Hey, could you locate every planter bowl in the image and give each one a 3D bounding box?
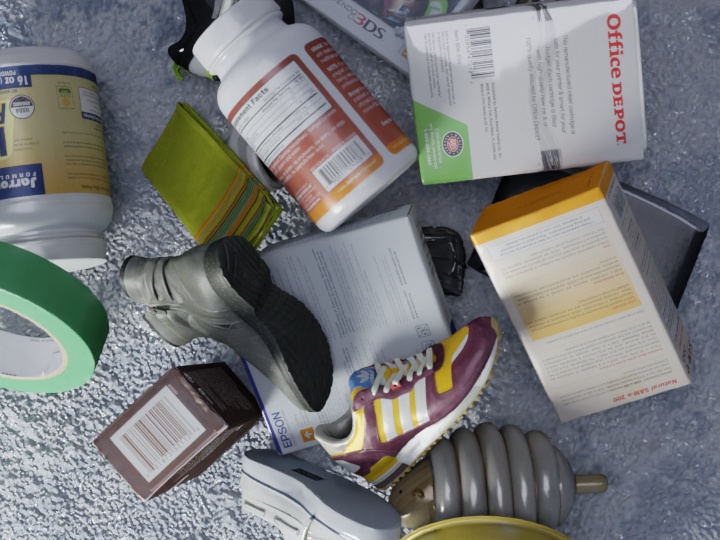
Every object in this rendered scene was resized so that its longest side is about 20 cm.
[{"bbox_3d":[0.112,0.308,1.121,0.200,0.083,0.200,3,131,3],"label":"planter bowl"}]

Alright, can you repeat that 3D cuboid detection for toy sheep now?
[{"bbox_3d":[0.124,0.203,1.167,0.200,0.138,0.138,-5,85,-7],"label":"toy sheep"}]

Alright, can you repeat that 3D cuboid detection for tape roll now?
[{"bbox_3d":[-0.336,0.044,1.192,0.200,0.200,0.048,8,57,7],"label":"tape roll"}]

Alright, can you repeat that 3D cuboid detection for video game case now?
[{"bbox_3d":[0.046,-0.308,1.235,0.182,0.023,0.200,39,91,24],"label":"video game case"}]

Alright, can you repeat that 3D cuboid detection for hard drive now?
[{"bbox_3d":[0.214,-0.025,1.211,0.200,0.042,0.135,22,89,7],"label":"hard drive"}]

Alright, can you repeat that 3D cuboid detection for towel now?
[{"bbox_3d":[-0.146,-0.078,1.206,0.086,0.018,0.200,-54,48,13],"label":"towel"}]

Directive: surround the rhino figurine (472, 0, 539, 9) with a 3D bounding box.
[{"bbox_3d":[0.149,-0.229,1.223,0.200,0.060,0.088,21,99,11],"label":"rhino figurine"}]

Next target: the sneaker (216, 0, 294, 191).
[{"bbox_3d":[-0.078,-0.168,1.224,0.088,0.074,0.200,13,96,43],"label":"sneaker"}]

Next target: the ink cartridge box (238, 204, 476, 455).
[{"bbox_3d":[-0.014,0.058,1.193,0.200,0.041,0.200,-15,106,14],"label":"ink cartridge box"}]

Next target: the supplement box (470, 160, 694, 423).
[{"bbox_3d":[0.199,0.021,1.141,0.126,0.074,0.200,-20,106,24],"label":"supplement box"}]

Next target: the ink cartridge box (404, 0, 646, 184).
[{"bbox_3d":[0.145,-0.164,1.151,0.200,0.084,0.146,-6,103,4],"label":"ink cartridge box"}]

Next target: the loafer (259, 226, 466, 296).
[{"bbox_3d":[0.000,0.000,1.219,0.200,0.068,0.070,-3,76,3],"label":"loafer"}]

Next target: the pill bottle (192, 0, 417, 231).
[{"bbox_3d":[-0.052,-0.142,1.130,0.112,0.112,0.200,-40,90,2],"label":"pill bottle"}]

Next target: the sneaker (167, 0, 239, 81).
[{"bbox_3d":[-0.142,-0.282,1.254,0.083,0.072,0.200,13,88,8],"label":"sneaker"}]

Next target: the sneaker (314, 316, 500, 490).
[{"bbox_3d":[0.040,0.106,1.139,0.090,0.075,0.200,34,111,-10],"label":"sneaker"}]

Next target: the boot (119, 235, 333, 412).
[{"bbox_3d":[-0.118,0.051,1.158,0.131,0.068,0.200,-11,125,35],"label":"boot"}]

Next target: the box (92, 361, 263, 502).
[{"bbox_3d":[-0.157,0.141,1.162,0.100,0.200,0.075,-43,86,3],"label":"box"}]

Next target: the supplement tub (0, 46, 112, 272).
[{"bbox_3d":[-0.313,-0.099,1.224,0.144,0.144,0.200,-9,85,6],"label":"supplement tub"}]

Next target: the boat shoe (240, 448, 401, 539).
[{"bbox_3d":[-0.044,0.233,1.174,0.202,0.075,0.086,17,102,43],"label":"boat shoe"}]
